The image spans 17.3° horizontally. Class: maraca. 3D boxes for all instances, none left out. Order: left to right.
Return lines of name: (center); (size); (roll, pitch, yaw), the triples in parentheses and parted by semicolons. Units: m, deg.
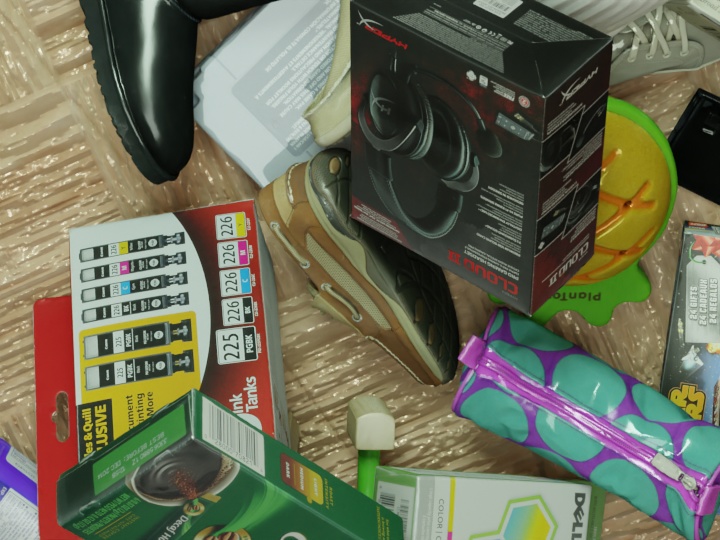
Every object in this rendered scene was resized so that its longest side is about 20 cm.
maraca: (0.143, -0.037, 1.590); (0.136, 0.107, 0.201); (1, 132, 3)

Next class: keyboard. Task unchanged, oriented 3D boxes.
keyboard: (0.310, -0.071, 1.620); (0.199, 0.040, 0.104); (25, 128, -8)

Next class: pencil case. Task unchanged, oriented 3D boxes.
pencil case: (0.161, 0.103, 1.605); (0.199, 0.092, 0.086); (28, 92, 12)

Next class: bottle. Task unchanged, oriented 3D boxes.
bottle: (-0.212, 0.202, 1.672); (0.200, 0.065, 0.084); (38, 113, -10)

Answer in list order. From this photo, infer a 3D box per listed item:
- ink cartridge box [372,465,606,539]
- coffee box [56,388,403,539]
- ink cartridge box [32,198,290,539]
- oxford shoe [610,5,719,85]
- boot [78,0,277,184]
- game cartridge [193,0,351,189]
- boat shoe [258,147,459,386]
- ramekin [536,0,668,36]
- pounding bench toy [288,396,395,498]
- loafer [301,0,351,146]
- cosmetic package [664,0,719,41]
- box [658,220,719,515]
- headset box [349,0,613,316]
ink cartridge box: (0.101, 0.193, 1.616); (0.199, 0.059, 0.105); (7, 89, -32)
coffee box: (-0.078, 0.158, 1.484); (0.123, 0.044, 0.200); (-32, 132, 26)
ink cartridge box: (-0.140, 0.069, 1.566); (0.174, 0.201, 0.084); (-10, 147, 3)
oxford shoe: (0.194, -0.161, 1.576); (0.198, 0.058, 0.076); (-14, 103, 2)
boot: (-0.096, -0.173, 1.541); (0.161, 0.073, 0.200); (-18, 83, 14)
game cartridge: (-0.013, -0.142, 1.593); (0.200, 0.040, 0.133); (-43, 98, 11)
boat shoe: (0.000, 0.000, 1.606); (0.073, 0.076, 0.200); (-16, 125, 27)
ramekin: (0.137, -0.242, 1.474); (0.199, 0.105, 0.202); (6, 79, -33)
pounding bench toy: (-0.040, 0.195, 1.640); (0.199, 0.124, 0.157); (-24, 104, 6)
loafer: (0.012, -0.175, 1.532); (0.068, 0.076, 0.201); (30, 94, -7)
cosmetic package: (0.288, -0.234, 1.522); (0.105, 0.071, 0.201); (28, 92, -13)
box: (0.277, 0.074, 1.642); (0.136, 0.040, 0.202); (8, 106, 5)
headset box: (0.071, -0.078, 1.466); (0.148, 0.077, 0.201); (30, 141, 26)
